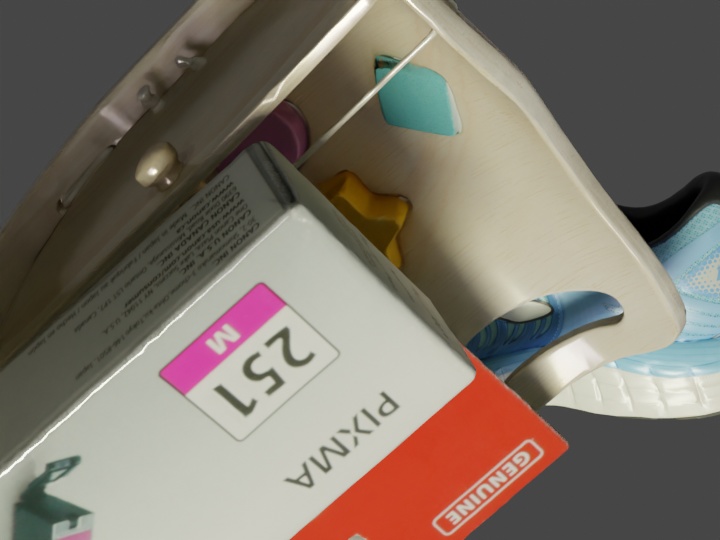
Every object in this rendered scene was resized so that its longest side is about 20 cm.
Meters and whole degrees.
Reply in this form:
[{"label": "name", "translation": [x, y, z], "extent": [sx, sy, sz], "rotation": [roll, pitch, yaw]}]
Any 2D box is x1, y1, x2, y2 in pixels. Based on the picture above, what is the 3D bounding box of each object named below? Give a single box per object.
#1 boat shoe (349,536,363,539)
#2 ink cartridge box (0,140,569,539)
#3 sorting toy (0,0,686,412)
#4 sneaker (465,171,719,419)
[{"label": "boat shoe", "translation": [-0.020, 0.106, 1.008], "extent": [0.202, 0.086, 0.075], "rotation": [14, 148, 31]}, {"label": "ink cartridge box", "translation": [-0.047, 0.083, 0.797], "extent": [0.200, 0.044, 0.174], "rotation": [-42, 128, 7]}, {"label": "sorting toy", "translation": [0.000, 0.000, 0.836], "extent": [0.180, 0.107, 0.200], "rotation": [40, 114, -17]}, {"label": "sneaker", "translation": [0.042, -0.001, 0.911], "extent": [0.200, 0.078, 0.090], "rotation": [-4, 113, 7]}]
